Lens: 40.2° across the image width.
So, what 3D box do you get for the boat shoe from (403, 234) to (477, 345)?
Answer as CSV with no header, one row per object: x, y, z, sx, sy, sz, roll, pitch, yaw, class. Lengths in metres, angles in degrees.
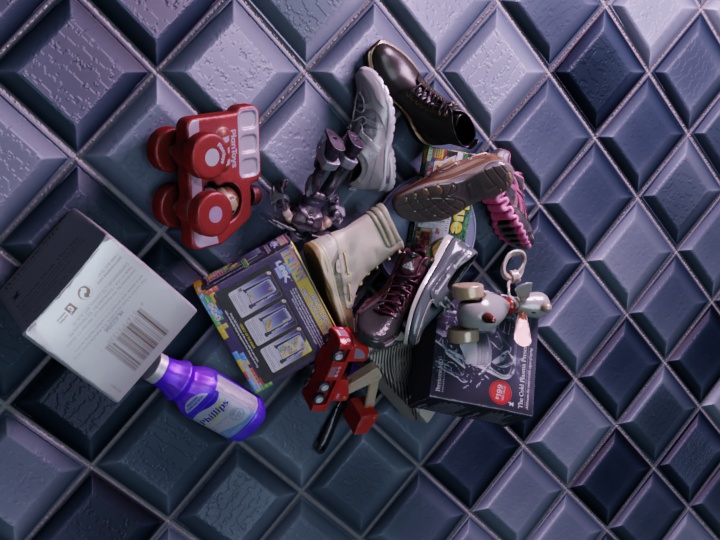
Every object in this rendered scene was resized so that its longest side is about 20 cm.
0.125,0.035,1.547,0.062,0.073,0.200,23,66,9,boat shoe

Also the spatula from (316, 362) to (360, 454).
-0.025,0.223,1.677,0.056,0.021,0.200,29,89,-37,spatula

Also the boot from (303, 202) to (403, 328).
0.000,0.000,1.583,0.155,0.072,0.200,-32,134,-18,boot

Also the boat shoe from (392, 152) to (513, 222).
0.146,-0.136,1.590,0.200,0.072,0.076,-17,127,-2,boat shoe

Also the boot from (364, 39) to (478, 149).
0.103,-0.277,1.549,0.077,0.138,0.200,-48,119,-9,boot

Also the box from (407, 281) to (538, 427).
0.188,0.139,1.627,0.182,0.104,0.200,12,69,-14,box

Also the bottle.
-0.242,0.191,1.520,0.084,0.065,0.200,-43,123,17,bottle

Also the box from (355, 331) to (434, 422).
0.061,0.166,1.674,0.200,0.068,0.082,49,64,-29,box

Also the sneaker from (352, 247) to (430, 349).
0.053,0.027,1.539,0.200,0.076,0.116,-55,167,-50,sneaker

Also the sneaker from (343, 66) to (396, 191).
0.008,-0.218,1.550,0.082,0.075,0.200,-11,104,-18,sneaker

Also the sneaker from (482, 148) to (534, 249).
0.264,-0.126,1.721,0.095,0.079,0.200,-46,121,-24,sneaker

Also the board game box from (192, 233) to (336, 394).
-0.142,0.068,1.538,0.165,0.057,0.200,-29,116,-8,board game box

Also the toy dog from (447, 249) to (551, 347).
0.228,0.060,1.539,0.200,0.096,0.132,-27,112,-26,toy dog

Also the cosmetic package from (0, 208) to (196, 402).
-0.362,0.043,1.342,0.167,0.200,0.166,-51,121,-8,cosmetic package

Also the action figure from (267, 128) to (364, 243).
-0.066,-0.121,1.525,0.130,0.069,0.200,9,122,-39,action figure

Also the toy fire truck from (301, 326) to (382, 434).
-0.016,0.178,1.585,0.141,0.049,0.200,3,125,-32,toy fire truck

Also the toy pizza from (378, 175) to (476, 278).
0.106,-0.063,1.668,0.200,0.032,0.200,-6,104,-24,toy pizza

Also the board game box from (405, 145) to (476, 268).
0.136,-0.101,1.643,0.105,0.023,0.200,5,100,-29,board game box

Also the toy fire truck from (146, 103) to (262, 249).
-0.209,-0.137,1.443,0.168,0.112,0.200,-18,113,-44,toy fire truck
